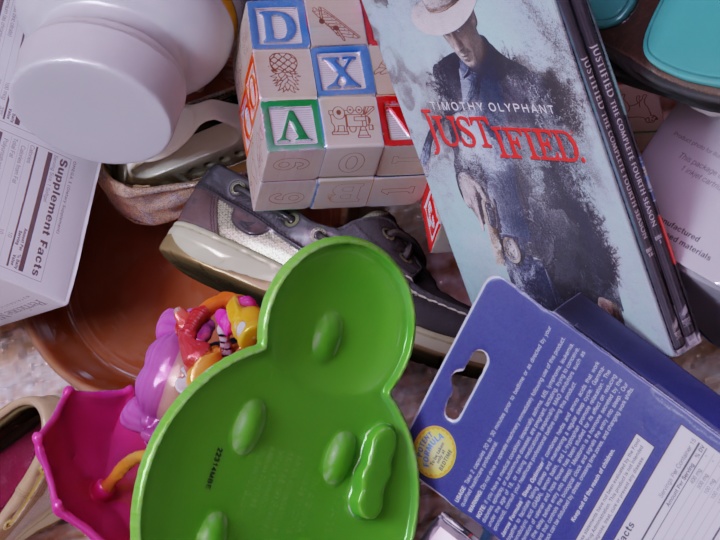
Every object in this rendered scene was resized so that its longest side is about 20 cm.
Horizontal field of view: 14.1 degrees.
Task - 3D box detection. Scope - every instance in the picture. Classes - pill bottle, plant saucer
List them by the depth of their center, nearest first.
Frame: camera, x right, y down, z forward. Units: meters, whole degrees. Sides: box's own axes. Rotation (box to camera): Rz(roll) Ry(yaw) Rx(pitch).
[{"bbox_3d":[-0.108,-0.157,1.457,0.113,0.113,0.200,-2,55,25],"label":"pill bottle"},{"bbox_3d":[-0.091,-0.017,1.547,0.200,0.032,0.201,-10,64,21],"label":"plant saucer"}]

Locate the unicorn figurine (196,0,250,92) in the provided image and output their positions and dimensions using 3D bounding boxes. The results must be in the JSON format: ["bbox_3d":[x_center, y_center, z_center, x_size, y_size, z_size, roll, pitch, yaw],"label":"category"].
[{"bbox_3d":[-0.064,-0.156,1.568,0.199,0.074,0.137,0,31,6],"label":"unicorn figurine"}]

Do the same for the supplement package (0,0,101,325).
[{"bbox_3d":[-0.232,-0.054,1.537,0.200,0.111,0.156,-17,57,54],"label":"supplement package"}]

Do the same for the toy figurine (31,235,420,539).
[{"bbox_3d":[-0.077,0.071,1.353,0.184,0.150,0.200,12,84,55],"label":"toy figurine"}]

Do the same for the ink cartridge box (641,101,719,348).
[{"bbox_3d":[0.220,-0.058,1.342,0.086,0.146,0.200,29,82,38],"label":"ink cartridge box"}]

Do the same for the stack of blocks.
[{"bbox_3d":[0.044,-0.072,1.427,0.199,0.059,0.115,-3,61,-12],"label":"stack of blocks"}]

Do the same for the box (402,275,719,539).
[{"bbox_3d":[0.119,0.096,1.286,0.200,0.032,0.121,37,125,15],"label":"box"}]

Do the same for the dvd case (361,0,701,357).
[{"bbox_3d":[0.071,-0.059,1.300,0.022,0.200,0.146,-29,21,-29],"label":"dvd case"}]

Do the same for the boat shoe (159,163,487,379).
[{"bbox_3d":[0.000,0.000,1.446,0.200,0.072,0.066,19,83,14],"label":"boat shoe"}]

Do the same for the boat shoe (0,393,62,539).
[{"bbox_3d":[-0.213,0.127,1.511,0.200,0.066,0.074,-43,58,16],"label":"boat shoe"}]

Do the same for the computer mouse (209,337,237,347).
[{"bbox_3d":[-0.048,0.122,1.425,0.140,0.046,0.201,-13,86,48],"label":"computer mouse"}]

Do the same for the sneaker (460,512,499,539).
[{"bbox_3d":[0.096,0.111,1.382,0.086,0.075,0.200,17,84,24],"label":"sneaker"}]

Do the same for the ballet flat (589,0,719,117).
[{"bbox_3d":[0.137,-0.106,1.280,0.200,0.068,0.068,22,78,42],"label":"ballet flat"}]

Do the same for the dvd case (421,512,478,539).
[{"bbox_3d":[0.072,0.227,1.315,0.200,0.022,0.146,37,91,14],"label":"dvd case"}]

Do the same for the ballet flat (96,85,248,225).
[{"bbox_3d":[-0.049,-0.074,1.492,0.200,0.067,0.068,-22,61,16],"label":"ballet flat"}]
